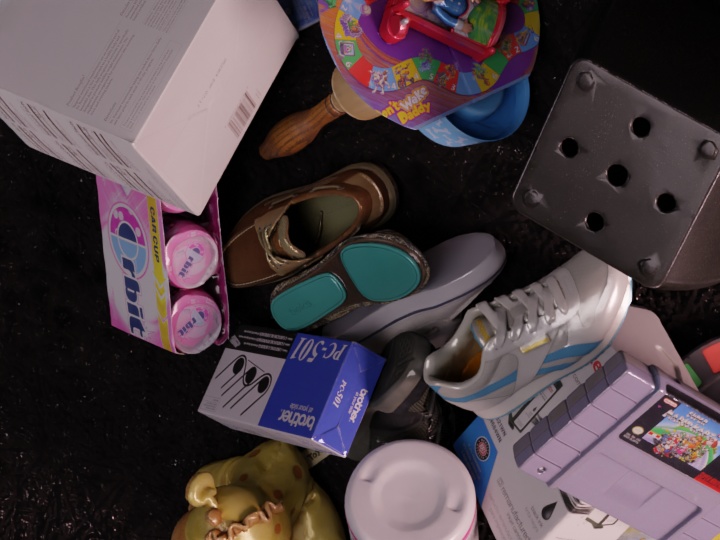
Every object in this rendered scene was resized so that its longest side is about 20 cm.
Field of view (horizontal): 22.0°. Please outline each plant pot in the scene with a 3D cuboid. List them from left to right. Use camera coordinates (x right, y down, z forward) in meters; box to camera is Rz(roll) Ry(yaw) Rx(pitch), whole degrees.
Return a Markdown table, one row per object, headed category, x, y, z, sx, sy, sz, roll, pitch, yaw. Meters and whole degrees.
| category | x | y | z | sx | sy | sz | roll | pitch | yaw |
| --- | --- | --- | --- | --- | --- | --- | --- | --- | --- |
| plant pot | 0.228 | -0.098 | 1.440 | 0.199 | 0.177 | 0.201 | 31 | 118 | 14 |

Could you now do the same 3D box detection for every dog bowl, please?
| category | x | y | z | sx | sy | sz | roll | pitch | yaw |
| --- | --- | --- | --- | --- | --- | --- | --- | --- | --- |
| dog bowl | 0.055 | -0.187 | 1.533 | 0.200 | 0.111 | 0.050 | 51 | 143 | -9 |

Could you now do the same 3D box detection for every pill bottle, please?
| category | x | y | z | sx | sy | sz | roll | pitch | yaw |
| --- | --- | --- | --- | --- | --- | --- | --- | --- | --- |
| pill bottle | 0.049 | 0.243 | 1.647 | 0.113 | 0.114 | 0.200 | 24 | 153 | 19 |

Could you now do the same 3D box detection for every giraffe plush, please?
| category | x | y | z | sx | sy | sz | roll | pitch | yaw |
| --- | --- | --- | --- | --- | --- | --- | --- | --- | --- |
| giraffe plush | -0.108 | 0.241 | 1.746 | 0.172 | 0.162 | 0.200 | 38 | 121 | 11 |

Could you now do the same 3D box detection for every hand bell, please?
| category | x | y | z | sx | sy | sz | roll | pitch | yaw |
| --- | --- | --- | --- | --- | --- | --- | --- | --- | --- |
| hand bell | -0.025 | -0.144 | 1.626 | 0.200 | 0.104 | 0.104 | -28 | 94 | 45 |

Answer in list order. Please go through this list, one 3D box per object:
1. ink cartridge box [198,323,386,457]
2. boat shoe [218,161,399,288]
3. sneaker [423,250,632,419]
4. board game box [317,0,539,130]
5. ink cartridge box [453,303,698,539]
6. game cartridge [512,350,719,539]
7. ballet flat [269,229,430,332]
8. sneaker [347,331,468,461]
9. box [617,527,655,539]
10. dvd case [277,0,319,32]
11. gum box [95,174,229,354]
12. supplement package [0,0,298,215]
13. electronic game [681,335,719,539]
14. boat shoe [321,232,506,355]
| category | x | y | z | sx | sy | sz | roll | pitch | yaw |
| --- | --- | --- | --- | --- | --- | --- | --- | --- | --- |
| ink cartridge box | -0.065 | 0.105 | 1.669 | 0.200 | 0.044 | 0.094 | 7 | 70 | 56 |
| boat shoe | -0.059 | -0.038 | 1.673 | 0.200 | 0.074 | 0.076 | -29 | 93 | 32 |
| sneaker | 0.138 | 0.048 | 1.512 | 0.200 | 0.081 | 0.077 | -44 | 46 | 25 |
| board game box | 0.066 | -0.209 | 1.477 | 0.159 | 0.199 | 0.039 | 65 | 155 | -3 |
| ink cartridge box | 0.186 | 0.141 | 1.562 | 0.200 | 0.084 | 0.146 | -53 | 43 | 30 |
| game cartridge | 0.233 | 0.147 | 1.450 | 0.200 | 0.039 | 0.130 | 29 | 124 | -29 |
| ballet flat | 0.000 | 0.000 | 1.645 | 0.200 | 0.075 | 0.068 | -23 | 102 | 44 |
| sneaker | 0.057 | 0.124 | 1.645 | 0.114 | 0.077 | 0.200 | 20 | 145 | -5 |
| box | 0.286 | 0.235 | 1.609 | 0.199 | 0.040 | 0.138 | -7 | 103 | 29 |
| dvd case | -0.020 | -0.302 | 1.591 | 0.199 | 0.018 | 0.143 | -22 | 96 | 33 |
| gum box | -0.185 | -0.026 | 1.724 | 0.113 | 0.066 | 0.201 | 20 | 120 | 50 |
| supplement package | -0.198 | -0.186 | 1.593 | 0.199 | 0.147 | 0.192 | 22 | 76 | 26 |
| electronic game | 0.326 | 0.147 | 1.521 | 0.199 | 0.042 | 0.201 | -4 | 83 | 31 |
| boat shoe | 0.059 | 0.035 | 1.649 | 0.200 | 0.071 | 0.070 | -31 | 117 | 30 |
